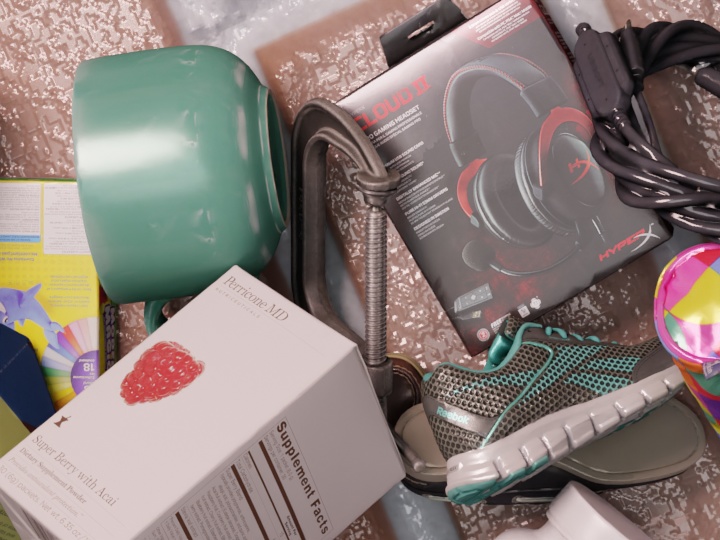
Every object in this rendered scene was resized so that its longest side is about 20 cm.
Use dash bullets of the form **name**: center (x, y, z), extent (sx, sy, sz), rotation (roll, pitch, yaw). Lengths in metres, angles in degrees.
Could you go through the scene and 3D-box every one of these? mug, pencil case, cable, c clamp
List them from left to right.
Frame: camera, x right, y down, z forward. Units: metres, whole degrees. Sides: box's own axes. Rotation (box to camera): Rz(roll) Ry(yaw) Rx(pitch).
- **mug**: center (-0.103, -0.054, 1.477), extent (0.113, 0.185, 0.153), rotation (-8, 60, 5)
- **c clamp**: center (0.000, 0.000, 1.447), extent (0.027, 0.171, 0.202), rotation (-12, 111, -24)
- **cable**: center (0.210, -0.077, 1.412), extent (0.162, 0.201, 0.051), rotation (11, 127, -24)
- **pencil case**: center (0.236, 0.059, 1.406), extent (0.088, 0.200, 0.089), rotation (-10, 61, 19)

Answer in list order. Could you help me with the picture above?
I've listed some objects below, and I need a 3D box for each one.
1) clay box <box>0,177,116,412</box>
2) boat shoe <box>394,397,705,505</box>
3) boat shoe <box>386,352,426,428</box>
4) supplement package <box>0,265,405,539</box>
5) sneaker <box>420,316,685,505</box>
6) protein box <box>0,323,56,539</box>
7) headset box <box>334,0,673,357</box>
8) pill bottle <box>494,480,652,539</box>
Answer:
- **clay box**: center (-0.217, 0.041, 1.537), extent (0.114, 0.048, 0.202), rotation (1, 96, 10)
- **boat shoe**: center (0.117, 0.113, 1.504), extent (0.198, 0.063, 0.073), rotation (-2, 61, -5)
- **boat shoe**: center (-0.040, 0.125, 1.509), extent (0.199, 0.072, 0.072), rotation (-33, 90, 7)
- **supplement package**: center (-0.094, 0.118, 1.389), extent (0.200, 0.120, 0.121), rotation (-40, 45, -20)
- **sneaker**: center (0.121, 0.063, 1.433), extent (0.199, 0.078, 0.092), rotation (-23, 80, -31)
- **protein box**: center (-0.313, 0.115, 1.419), extent (0.200, 0.198, 0.135), rotation (-39, 51, 16)
- **headset box**: center (0.083, -0.071, 1.478), extent (0.148, 0.075, 0.201), rotation (-30, 90, 9)
- **pill bottle**: center (0.098, 0.231, 1.436), extent (0.113, 0.113, 0.200), rotation (38, 96, 3)
